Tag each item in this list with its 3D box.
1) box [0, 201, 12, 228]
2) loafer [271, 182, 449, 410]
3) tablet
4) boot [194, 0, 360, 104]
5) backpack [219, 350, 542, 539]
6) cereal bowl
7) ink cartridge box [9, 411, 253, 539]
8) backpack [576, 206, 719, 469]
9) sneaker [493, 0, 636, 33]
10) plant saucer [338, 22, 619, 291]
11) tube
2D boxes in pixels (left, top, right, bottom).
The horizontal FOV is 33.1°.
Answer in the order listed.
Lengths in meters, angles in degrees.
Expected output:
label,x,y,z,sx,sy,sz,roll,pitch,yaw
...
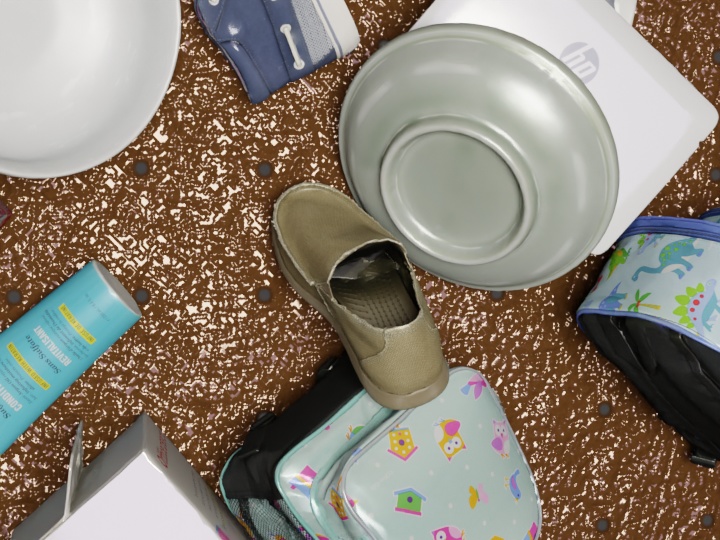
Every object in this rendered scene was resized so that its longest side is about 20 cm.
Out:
label,x,y,z,sx,sy,sz,roll,pitch,yaw
box,-0.327,-0.073,0.764,0.100,0.095,0.200,-44,99,-4
loafer,0.000,0.000,0.794,0.075,0.200,0.068,-21,139,-21
tablet,0.131,-0.122,0.812,0.200,0.014,0.130,42,93,-8
boot,-0.081,-0.212,0.800,0.090,0.073,0.201,-32,113,-4
backpack,0.032,0.167,0.813,0.175,0.152,0.202,-38,110,-35
cereal bowl,-0.218,-0.161,0.769,0.198,0.083,0.203,-11,106,-39
ink cartridge box,-0.142,0.200,0.801,0.125,0.128,0.201,-41,99,-6
backpack,0.259,0.040,0.831,0.199,0.182,0.148,37,76,-23
sneaker,0.111,-0.126,0.857,0.128,0.080,0.202,13,98,-4
plant saucer,0.069,-0.061,0.800,0.200,0.200,0.050,45,41,-10
tube,-0.238,0.077,0.820,0.200,0.050,0.078,-42,92,0
